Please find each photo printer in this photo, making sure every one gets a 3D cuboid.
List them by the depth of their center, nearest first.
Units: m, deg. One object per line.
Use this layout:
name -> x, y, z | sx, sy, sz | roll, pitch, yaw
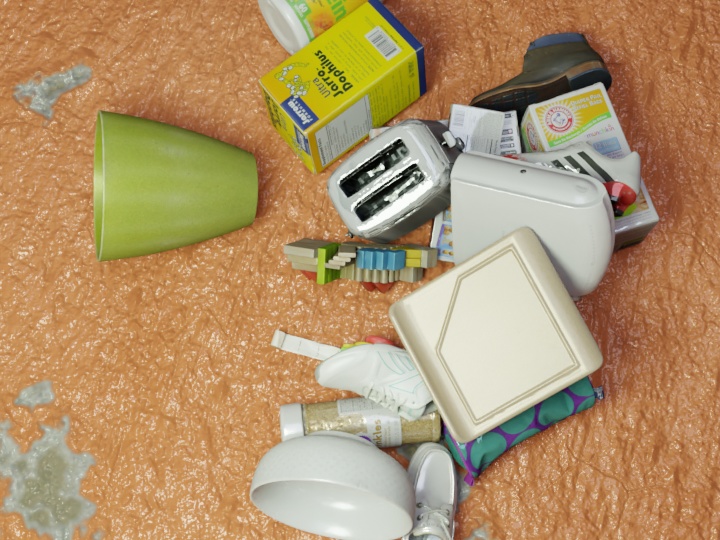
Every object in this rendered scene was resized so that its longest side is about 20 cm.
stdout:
photo printer -> 0.210, -0.053, 1.423 | 0.197, 0.168, 0.070 | 15, 50, 19

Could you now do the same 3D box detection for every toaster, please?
toaster -> 0.040, -0.109, 1.467 | 0.199, 0.129, 0.115 | -33, 81, 14

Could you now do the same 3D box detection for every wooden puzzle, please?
wooden puzzle -> 0.158, 0.076, 1.376 | 0.198, 0.037, 0.187 | -30, 81, 7

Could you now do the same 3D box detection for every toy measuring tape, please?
toy measuring tape -> -0.018, 0.108, 1.480 | 0.197, 0.074, 0.075 | 17, 74, 3

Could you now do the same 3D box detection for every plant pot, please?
plant pot -> -0.236, -0.106, 1.497 | 0.197, 0.187, 0.190 | 0, 73, -17

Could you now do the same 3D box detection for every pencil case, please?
pencil case -> 0.198, 0.177, 1.456 | 0.198, 0.085, 0.093 | -29, 111, -8

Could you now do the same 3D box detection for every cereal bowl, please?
cereal bowl -> -0.027, 0.246, 1.378 | 0.197, 0.201, 0.084 | 12, 61, 2

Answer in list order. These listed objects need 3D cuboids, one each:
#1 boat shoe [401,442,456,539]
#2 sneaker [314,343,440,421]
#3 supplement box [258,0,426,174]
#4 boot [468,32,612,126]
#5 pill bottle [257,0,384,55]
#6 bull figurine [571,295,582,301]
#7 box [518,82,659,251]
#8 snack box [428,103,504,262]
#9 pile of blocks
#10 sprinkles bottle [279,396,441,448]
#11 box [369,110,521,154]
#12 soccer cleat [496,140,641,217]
boat shoe -> 0.084, 0.310, 1.411 | 0.070, 0.069, 0.203 | 9, 81, -8
sneaker -> 0.044, 0.135, 1.401 | 0.197, 0.071, 0.081 | 2, 64, -11
supplement box -> -0.021, -0.245, 1.556 | 0.199, 0.109, 0.110 | -37, 68, -12
boot -> 0.237, -0.262, 1.609 | 0.197, 0.075, 0.098 | -14, 49, 4
pill bottle -> -0.033, -0.389, 1.603 | 0.199, 0.111, 0.111 | -38, 78, -11
bull figurine -> 0.203, 0.062, 1.462 | 0.199, 0.066, 0.121 | 27, 46, 35
box -> 0.294, -0.125, 1.538 | 0.111, 0.102, 0.203 | -17, 75, -7
snack box -> 0.137, -0.111, 1.530 | 0.071, 0.024, 0.203 | 9, 94, -6
pile of blocks -> 0.000, 0.000, 1.507 | 0.196, 0.082, 0.063 | 2, 103, 3
sprinkles bottle -> -0.001, 0.190, 1.456 | 0.197, 0.068, 0.069 | -6, 74, -3
box -> 0.116, -0.145, 1.562 | 0.197, 0.035, 0.112 | -7, 88, -4
soccer cleat -> 0.251, -0.124, 1.452 | 0.197, 0.069, 0.086 | 12, 65, 25
